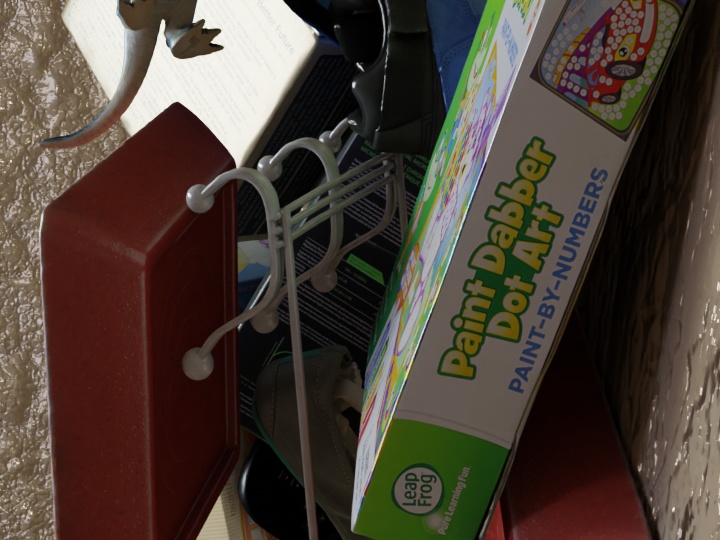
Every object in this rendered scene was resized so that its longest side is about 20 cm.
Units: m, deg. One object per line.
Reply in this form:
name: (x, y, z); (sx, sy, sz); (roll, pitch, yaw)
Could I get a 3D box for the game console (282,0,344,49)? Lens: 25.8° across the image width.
game console: (0.033, -0.184, 0.808); (0.200, 0.118, 0.171); (30, -85, -49)

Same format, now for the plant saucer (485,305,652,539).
plant saucer: (0.052, 0.134, 0.549); (0.200, 0.036, 0.202); (-90, 7, -71)

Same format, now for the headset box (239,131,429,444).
headset box: (0.000, 0.000, 0.910); (0.201, 0.092, 0.174); (-59, 3, 2)

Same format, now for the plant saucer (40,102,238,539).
plant saucer: (-0.089, 0.044, 0.707); (0.200, 0.036, 0.202); (-64, -25, -70)

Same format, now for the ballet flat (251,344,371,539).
ballet flat: (0.017, 0.122, 0.803); (0.201, 0.063, 0.068); (58, -157, -23)

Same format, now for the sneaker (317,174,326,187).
sneaker: (0.005, -0.089, 1.082); (0.200, 0.100, 0.075); (-43, 18, -20)

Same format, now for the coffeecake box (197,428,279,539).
coffeecake box: (-0.056, 0.171, 1.092); (0.199, 0.073, 0.155); (-12, -90, -57)

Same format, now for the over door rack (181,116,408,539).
over door rack: (-0.012, 0.043, 0.692); (0.148, 0.066, 0.202); (-34, -69, -63)

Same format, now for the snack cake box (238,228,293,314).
snack cake box: (-0.091, 0.034, 1.042); (0.199, 0.067, 0.116); (-12, -51, -50)

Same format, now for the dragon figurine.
dragon figurine: (-0.096, -0.153, 0.740); (0.201, 0.058, 0.100); (-60, 37, 22)

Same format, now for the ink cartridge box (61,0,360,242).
ink cartridge box: (-0.081, -0.143, 0.923); (0.165, 0.075, 0.201); (-53, 57, 36)

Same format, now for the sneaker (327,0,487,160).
sneaker: (0.043, -0.139, 0.716); (0.077, 0.110, 0.202); (102, 175, -69)

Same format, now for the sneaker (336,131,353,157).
sneaker: (0.008, -0.155, 0.994); (0.081, 0.200, 0.076); (52, -178, 27)

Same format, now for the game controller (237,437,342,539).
game controller: (-0.008, 0.089, 1.040); (0.104, 0.042, 0.201); (43, -116, -38)

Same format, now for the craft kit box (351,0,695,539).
craft kit box: (0.050, -0.031, 0.538); (0.200, 0.048, 0.199); (-84, 15, -75)
